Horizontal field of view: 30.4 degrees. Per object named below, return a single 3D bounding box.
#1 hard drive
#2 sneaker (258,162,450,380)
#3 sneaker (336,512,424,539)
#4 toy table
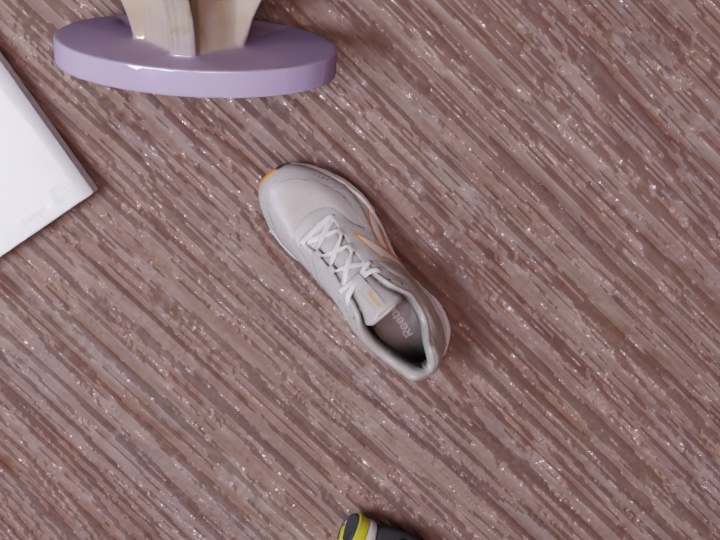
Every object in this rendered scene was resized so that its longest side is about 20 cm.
[{"bbox_3d":[-0.312,-0.106,1.006,0.132,0.026,0.200,-34,99,5],"label":"hard drive"},{"bbox_3d":[0.000,0.000,0.996,0.076,0.092,0.200,-42,98,6],"label":"sneaker"},{"bbox_3d":[0.007,0.298,1.062,0.084,0.074,0.200,12,100,-3],"label":"sneaker"},{"bbox_3d":[-0.116,-0.198,0.927,0.200,0.184,0.117,-2,118,-9],"label":"toy table"}]
